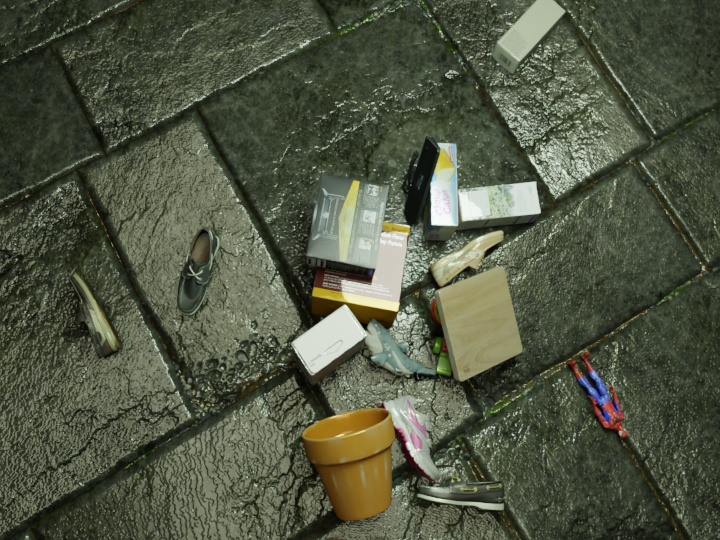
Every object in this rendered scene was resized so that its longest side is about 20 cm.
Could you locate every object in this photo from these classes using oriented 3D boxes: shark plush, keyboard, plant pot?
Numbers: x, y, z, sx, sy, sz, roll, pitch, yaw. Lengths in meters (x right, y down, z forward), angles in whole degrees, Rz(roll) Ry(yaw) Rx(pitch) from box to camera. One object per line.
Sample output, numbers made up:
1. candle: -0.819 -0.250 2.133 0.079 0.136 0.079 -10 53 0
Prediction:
1. shark plush: 0.091 0.192 1.628 0.197 0.091 0.085 30 87 1
2. keyboard: 0.139 -0.219 1.704 0.020 0.204 0.128 2 34 -24
3. plant pot: -0.010 0.413 1.529 0.195 0.200 0.188 -13 92 -6

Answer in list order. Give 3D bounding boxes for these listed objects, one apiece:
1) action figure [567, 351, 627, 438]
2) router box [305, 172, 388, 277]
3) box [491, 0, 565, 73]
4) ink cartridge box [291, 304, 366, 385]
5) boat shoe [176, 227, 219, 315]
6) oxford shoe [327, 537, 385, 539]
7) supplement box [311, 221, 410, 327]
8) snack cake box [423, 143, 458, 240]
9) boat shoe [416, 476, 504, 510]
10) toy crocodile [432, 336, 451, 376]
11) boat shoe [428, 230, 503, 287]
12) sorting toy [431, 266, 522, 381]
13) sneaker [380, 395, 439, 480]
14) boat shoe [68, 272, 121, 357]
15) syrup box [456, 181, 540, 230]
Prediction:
1. action figure: 0.551 0.290 1.655 0.064 0.052 0.203 -26 81 -13
2. router box: -0.029 -0.101 1.576 0.153 0.052 0.205 11 69 -1
3. box: 0.432 -0.611 1.864 0.082 0.069 0.200 42 77 7
4. ink cartridge box: -0.070 0.166 1.571 0.143 0.200 0.085 -35 80 -11
5. boat shoe: -0.381 0.000 1.665 0.070 0.068 0.205 15 77 -1
6. oxford shoe: -0.037 0.598 1.532 0.195 0.072 0.074 -18 72 -7
7. supplement box: 0.000 0.000 1.643 0.192 0.133 0.205 10 70 -1
8. snack cake box: 0.188 -0.185 1.718 0.065 0.115 0.205 1 75 -5
9. boat shoe: 0.219 0.480 1.576 0.196 0.072 0.062 9 77 -9
10. toy crocodile: 0.212 0.141 1.664 0.066 0.062 0.204 17 76 1
11. boat shoe: 0.258 -0.029 1.711 0.197 0.071 0.066 -29 85 -2
12. sorting toy: 0.252 0.116 1.618 0.197 0.069 0.204 -18 96 -31
13. sneaker: 0.127 0.363 1.594 0.087 0.081 0.203 -27 84 -14
14. boat shoe: -0.609 0.101 1.622 0.064 0.073 0.202 -31 79 -15
15. syrup box: 0.325 -0.154 1.735 0.194 0.082 0.081 -6 78 -5
